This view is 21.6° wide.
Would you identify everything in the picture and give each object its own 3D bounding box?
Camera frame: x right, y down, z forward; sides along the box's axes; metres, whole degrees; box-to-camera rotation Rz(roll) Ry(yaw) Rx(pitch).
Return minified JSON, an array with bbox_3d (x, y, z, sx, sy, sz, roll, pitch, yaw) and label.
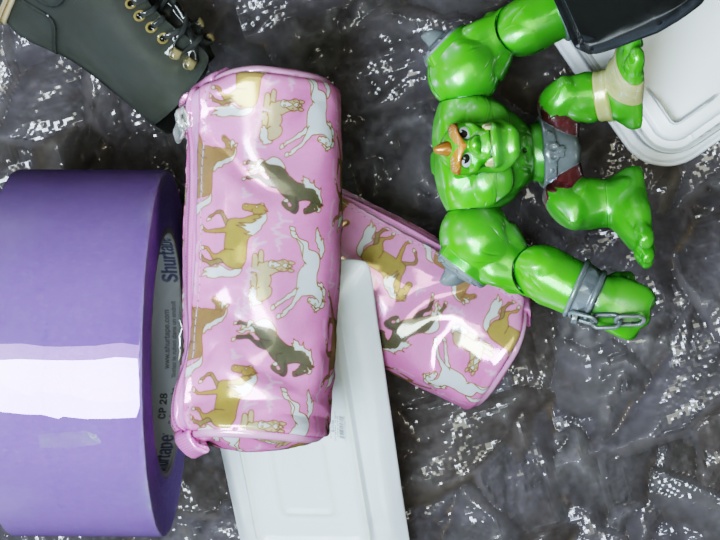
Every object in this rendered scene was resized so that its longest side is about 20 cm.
[{"bbox_3d":[-0.145,0.044,1.026,0.085,0.200,0.201,0,98,1],"label":"tape roll"},{"bbox_3d":[0.138,-0.207,1.032,0.104,0.040,0.200,-22,61,10],"label":"keyboard"},{"bbox_3d":[-0.055,-0.003,0.985,0.086,0.083,0.201,-1,86,14],"label":"pencil case"},{"bbox_3d":[0.097,-0.063,1.030,0.119,0.098,0.201,-4,106,4],"label":"ogre figurine"},{"bbox_3d":[-0.036,0.086,1.077,0.107,0.022,0.201,-1,118,13],"label":"tray"},{"bbox_3d":[0.000,0.000,1.078,0.200,0.083,0.087,27,73,-2],"label":"pencil case"},{"bbox_3d":[0.204,-0.172,1.071,0.200,0.044,0.172,-35,97,6],"label":"dish rack"},{"bbox_3d":[-0.118,-0.165,1.022,0.138,0.200,0.078,37,60,-8],"label":"boot"}]
